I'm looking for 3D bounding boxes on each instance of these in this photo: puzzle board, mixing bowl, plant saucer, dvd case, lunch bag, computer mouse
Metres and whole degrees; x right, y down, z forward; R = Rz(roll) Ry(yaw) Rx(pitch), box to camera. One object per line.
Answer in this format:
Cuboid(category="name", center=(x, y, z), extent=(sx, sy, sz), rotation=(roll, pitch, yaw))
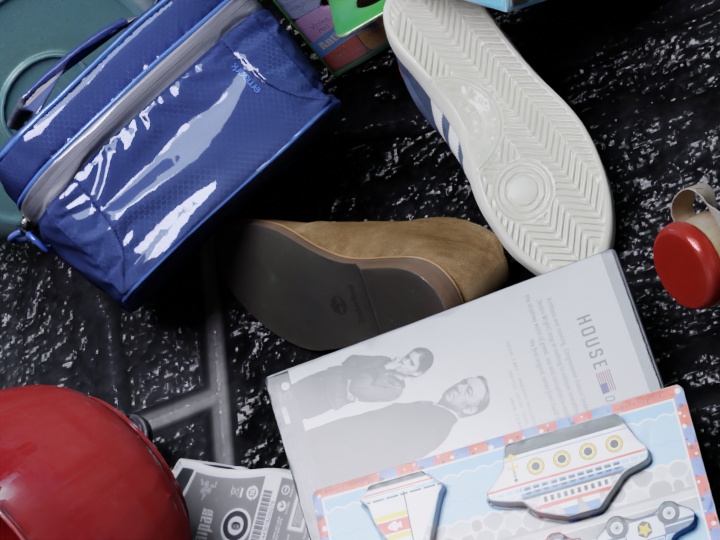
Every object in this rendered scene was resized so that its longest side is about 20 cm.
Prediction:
Cuboid(category="puzzle board", center=(0.082, 0.152, 1.231), extent=(0.199, 0.017, 0.152), rotation=(-17, 66, 9))
Cuboid(category="mixing bowl", center=(-0.159, 0.136, 1.298), extent=(0.199, 0.201, 0.108), rotation=(24, 50, 40))
Cuboid(category="plant saucer", center=(-0.193, -0.105, 1.499), extent=(0.200, 0.200, 0.027), rotation=(-47, 43, -4))
Cuboid(category="dvd case", center=(0.062, 0.090, 1.284), extent=(0.199, 0.025, 0.151), rotation=(-20, 65, 7))
Cuboid(category="lunch bag", center=(-0.124, -0.077, 1.445), extent=(0.200, 0.136, 0.132), rotation=(-43, 89, -8))
Cuboid(category="computer mouse", center=(-0.084, 0.143, 1.369), extent=(0.199, 0.044, 0.110), rotation=(8, 75, 35))

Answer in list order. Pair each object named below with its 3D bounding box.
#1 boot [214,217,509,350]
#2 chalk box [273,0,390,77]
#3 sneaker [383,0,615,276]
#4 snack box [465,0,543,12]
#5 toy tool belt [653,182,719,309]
Cuboid(category="boot", center=(0.000, 0.000, 1.415), extent=(0.199, 0.074, 0.075), rotation=(11, 35, 43))
Cuboid(category="chalk box", center=(-0.004, -0.215, 1.510), extent=(0.124, 0.124, 0.201), rotation=(-27, 50, 12))
Cuboid(category="sneaker", center=(0.084, -0.076, 1.402), extent=(0.075, 0.085, 0.201), rotation=(-28, 73, 1))
Cuboid(category="snack box", center=(0.103, -0.194, 1.404), extent=(0.116, 0.037, 0.199), rotation=(20, 30, 39))
Cuboid(category="toy tool belt", center=(0.252, 0.017, 1.213), extent=(0.122, 0.126, 0.200), rotation=(-25, 44, -27))
